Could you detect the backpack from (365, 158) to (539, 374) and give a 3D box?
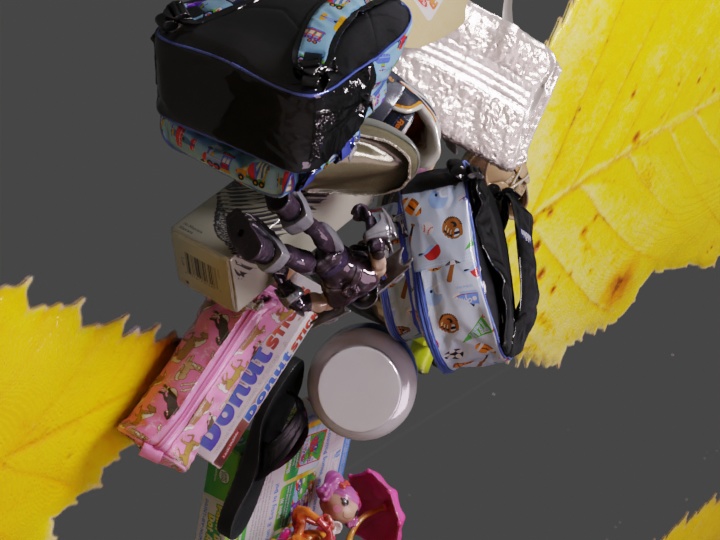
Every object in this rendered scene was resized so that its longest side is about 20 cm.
[{"bbox_3d":[0.090,0.004,1.727,0.200,0.153,0.192,18,54,-69],"label":"backpack"}]

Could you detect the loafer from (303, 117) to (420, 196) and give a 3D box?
[{"bbox_3d":[-0.043,-0.095,1.572,0.198,0.070,0.076,5,124,-11],"label":"loafer"}]

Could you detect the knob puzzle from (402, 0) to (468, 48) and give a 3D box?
[{"bbox_3d":[0.039,-0.296,1.643,0.218,0.030,0.222,-11,106,-46],"label":"knob puzzle"}]

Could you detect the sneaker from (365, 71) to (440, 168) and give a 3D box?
[{"bbox_3d":[0.001,-0.158,1.620,0.199,0.080,0.079,24,117,-35],"label":"sneaker"}]

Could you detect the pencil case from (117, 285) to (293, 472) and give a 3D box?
[{"bbox_3d":[-0.145,0.093,1.655,0.201,0.082,0.087,-56,150,-10],"label":"pencil case"}]

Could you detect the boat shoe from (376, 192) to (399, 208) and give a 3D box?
[{"bbox_3d":[0.096,-0.051,1.904,0.199,0.057,0.068,13,93,-50],"label":"boat shoe"}]

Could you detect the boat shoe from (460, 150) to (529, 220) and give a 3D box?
[{"bbox_3d":[0.157,-0.108,1.923,0.071,0.064,0.200,-46,165,-4],"label":"boat shoe"}]

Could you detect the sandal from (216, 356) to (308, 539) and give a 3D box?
[{"bbox_3d":[-0.085,0.180,1.755,0.075,0.048,0.202,-25,137,-68],"label":"sandal"}]

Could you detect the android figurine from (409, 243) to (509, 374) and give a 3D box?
[{"bbox_3d":[0.116,0.024,2.042,0.181,0.041,0.202,4,112,-57],"label":"android figurine"}]

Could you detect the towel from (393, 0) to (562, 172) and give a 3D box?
[{"bbox_3d":[0.096,-0.192,1.729,0.199,0.034,0.134,24,85,-19],"label":"towel"}]

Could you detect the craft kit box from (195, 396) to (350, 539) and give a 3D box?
[{"bbox_3d":[-0.094,0.243,1.891,0.197,0.048,0.202,-22,131,-51],"label":"craft kit box"}]

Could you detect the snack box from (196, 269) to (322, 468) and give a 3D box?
[{"bbox_3d":[-0.111,0.088,1.710,0.201,0.072,0.024,-57,155,-9],"label":"snack box"}]

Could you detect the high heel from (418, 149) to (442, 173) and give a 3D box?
[{"bbox_3d":[0.059,-0.188,1.775,0.201,0.095,0.067,-64,-171,-11],"label":"high heel"}]

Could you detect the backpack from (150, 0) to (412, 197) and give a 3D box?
[{"bbox_3d":[-0.058,-0.175,1.493,0.200,0.181,0.136,-43,148,-45],"label":"backpack"}]

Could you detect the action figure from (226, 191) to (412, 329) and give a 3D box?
[{"bbox_3d":[-0.035,-0.016,1.568,0.130,0.070,0.200,-41,141,9],"label":"action figure"}]

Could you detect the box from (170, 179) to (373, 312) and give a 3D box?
[{"bbox_3d":[-0.079,-0.052,1.644,0.200,0.082,0.069,-42,143,-34],"label":"box"}]

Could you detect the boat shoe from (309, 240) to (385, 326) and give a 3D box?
[{"bbox_3d":[0.001,0.000,1.823,0.068,0.072,0.200,-64,156,-7],"label":"boat shoe"}]

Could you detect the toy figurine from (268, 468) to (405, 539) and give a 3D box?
[{"bbox_3d":[-0.032,0.291,1.897,0.200,0.149,0.185,46,58,-33],"label":"toy figurine"}]

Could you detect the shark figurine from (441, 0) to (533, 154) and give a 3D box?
[{"bbox_3d":[0.147,-0.214,1.859,0.214,0.089,0.129,-33,138,-43],"label":"shark figurine"}]

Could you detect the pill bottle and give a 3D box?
[{"bbox_3d":[0.003,0.111,1.781,0.113,0.111,0.200,-63,178,1],"label":"pill bottle"}]
